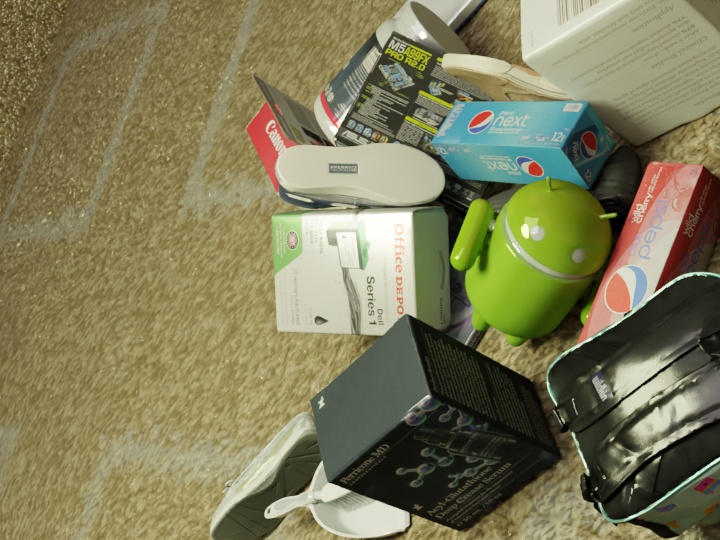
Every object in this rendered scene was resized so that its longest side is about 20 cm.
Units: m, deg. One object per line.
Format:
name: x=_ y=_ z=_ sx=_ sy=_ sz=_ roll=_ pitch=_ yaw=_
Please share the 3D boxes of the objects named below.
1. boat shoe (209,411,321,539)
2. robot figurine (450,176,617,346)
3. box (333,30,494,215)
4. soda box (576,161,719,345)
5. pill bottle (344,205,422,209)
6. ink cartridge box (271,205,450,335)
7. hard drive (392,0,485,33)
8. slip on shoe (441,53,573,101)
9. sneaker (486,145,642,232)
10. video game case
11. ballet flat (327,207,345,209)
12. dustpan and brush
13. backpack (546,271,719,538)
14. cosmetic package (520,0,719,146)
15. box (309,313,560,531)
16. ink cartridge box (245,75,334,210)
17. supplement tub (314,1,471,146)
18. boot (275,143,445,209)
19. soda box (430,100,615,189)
boat shoe: x=-0.121 y=0.272 z=1.337 sx=0.203 sy=0.074 sz=0.065 roll=-51 pitch=30 yaw=10
robot figurine: x=0.181 y=-0.010 z=1.061 sx=0.201 sy=0.174 sz=0.116 roll=118 pitch=176 yaw=-45
box: x=0.089 y=-0.179 z=1.265 sx=0.198 sy=0.044 sz=0.161 roll=27 pitch=81 yaw=12
soda box: x=0.286 y=-0.002 z=0.998 sx=0.070 sy=0.063 sz=0.202 roll=14 pitch=79 yaw=54
pill bottle: x=-0.007 y=-0.016 z=1.340 sx=0.200 sy=0.112 sz=0.114 roll=-40 pitch=41 yaw=28
ink cartridge box: x=0.000 y=0.000 z=1.223 sx=0.198 sy=0.084 sz=0.148 roll=-1 pitch=95 yaw=32
hard drive: x=0.107 y=-0.375 z=1.507 sx=0.200 sy=0.025 sz=0.133 roll=-46 pitch=38 yaw=23
slip on shoe: x=0.184 y=-0.207 z=1.201 sx=0.198 sy=0.076 sz=0.061 roll=17 pitch=102 yaw=14
sneaker: x=0.224 y=-0.083 z=1.136 sx=0.198 sy=0.076 sz=0.092 roll=-6 pitch=56 yaw=40
video game case: x=0.108 y=0.038 z=1.239 sx=0.201 sy=0.019 sz=0.143 roll=-59 pitch=35 yaw=4
ballet flat: x=0.033 y=-0.128 z=1.366 sx=0.199 sy=0.067 sz=0.063 roll=-31 pitch=72 yaw=15
dustpan and brush: x=-0.034 y=0.267 z=1.232 sx=0.199 sy=0.057 sz=0.141 roll=-33 pitch=45 yaw=36
backpack: x=0.279 y=0.107 z=0.855 sx=0.200 sy=0.152 sz=0.177 roll=-50 pitch=38 yaw=33
cosmetic package: x=0.285 y=-0.265 z=1.052 sx=0.167 sy=0.199 sz=0.168 roll=-25 pitch=49 yaw=40
box: x=0.075 y=0.159 z=1.043 sx=0.148 sy=0.199 sz=0.108 roll=-43 pitch=39 yaw=25
ink cartridge box: x=-0.090 y=-0.171 z=1.494 sx=0.084 sy=0.175 sz=0.201 roll=-50 pitch=36 yaw=16
supplement tub: x=0.045 y=-0.248 z=1.401 sx=0.200 sy=0.140 sz=0.141 roll=-44 pitch=39 yaw=24
boot: x=-0.002 y=-0.107 z=1.227 sx=0.090 sy=0.197 sz=0.074 roll=108 pitch=169 yaw=-77
soda box: x=0.173 y=-0.139 z=1.127 sx=0.199 sy=0.068 sz=0.064 roll=13 pitch=64 yaw=52
